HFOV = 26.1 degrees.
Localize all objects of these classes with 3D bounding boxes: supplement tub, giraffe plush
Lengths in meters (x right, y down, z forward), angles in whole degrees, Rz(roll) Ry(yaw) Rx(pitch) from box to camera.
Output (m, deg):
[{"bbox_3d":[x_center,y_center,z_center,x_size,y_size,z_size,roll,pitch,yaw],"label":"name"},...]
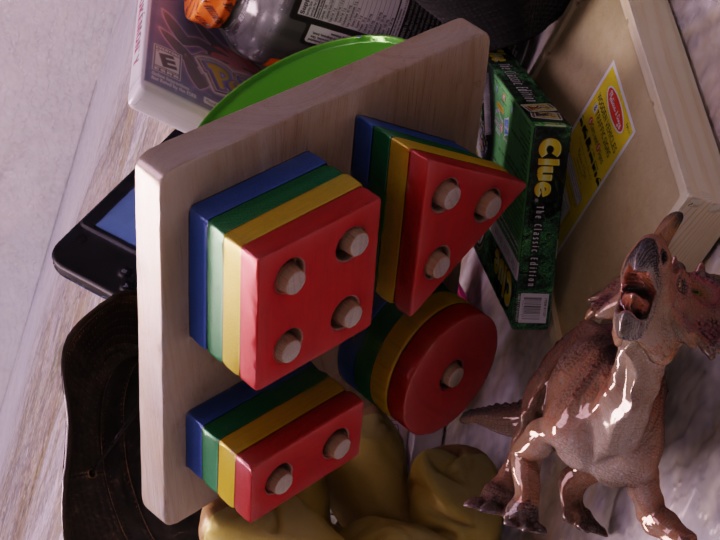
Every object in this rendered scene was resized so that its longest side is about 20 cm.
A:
[{"bbox_3d":[-0.001,-0.173,0.955,0.122,0.198,0.124,-166,90,-72],"label":"supplement tub"},{"bbox_3d":[0.005,0.190,0.813,0.199,0.171,0.164,34,125,35],"label":"giraffe plush"}]

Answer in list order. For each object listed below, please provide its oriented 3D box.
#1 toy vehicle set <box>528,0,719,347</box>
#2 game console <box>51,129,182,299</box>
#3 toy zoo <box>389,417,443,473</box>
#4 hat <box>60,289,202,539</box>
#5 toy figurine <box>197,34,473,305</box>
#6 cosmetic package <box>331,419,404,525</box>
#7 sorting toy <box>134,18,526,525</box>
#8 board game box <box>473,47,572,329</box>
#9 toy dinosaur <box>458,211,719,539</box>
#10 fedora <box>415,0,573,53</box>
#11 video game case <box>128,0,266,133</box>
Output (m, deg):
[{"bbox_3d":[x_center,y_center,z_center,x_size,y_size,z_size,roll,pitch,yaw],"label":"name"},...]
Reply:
[{"bbox_3d":[0.123,-0.057,0.777,0.201,0.026,0.125,-95,26,-45],"label":"toy vehicle set"},{"bbox_3d":[-0.108,-0.067,1.114,0.200,0.169,0.119,-49,-27,-34],"label":"game console"},{"bbox_3d":[0.013,0.141,0.977,0.131,0.020,0.203,156,126,-68],"label":"toy zoo"},{"bbox_3d":[-0.091,0.106,0.877,0.200,0.080,0.203,-9,-90,-70],"label":"hat"},{"bbox_3d":[0.000,0.000,0.874,0.201,0.148,0.185,-80,-30,-51],"label":"toy figurine"},{"bbox_3d":[-0.046,0.168,0.969,0.051,0.082,0.201,-96,26,-47],"label":"cosmetic package"},{"bbox_3d":[-0.004,0.012,0.724,0.069,0.198,0.202,34,136,34],"label":"sorting toy"},{"bbox_3d":[0.075,-0.056,0.832,0.200,0.023,0.106,-106,21,-67],"label":"board game box"},{"bbox_3d":[0.107,0.048,0.667,0.200,0.085,0.137,179,105,-77],"label":"toy dinosaur"},{"bbox_3d":[0.078,-0.188,0.852,0.199,0.092,0.202,-21,35,16],"label":"fedora"},{"bbox_3d":[-0.052,-0.126,0.996,0.023,0.198,0.183,-50,28,34],"label":"video game case"}]
